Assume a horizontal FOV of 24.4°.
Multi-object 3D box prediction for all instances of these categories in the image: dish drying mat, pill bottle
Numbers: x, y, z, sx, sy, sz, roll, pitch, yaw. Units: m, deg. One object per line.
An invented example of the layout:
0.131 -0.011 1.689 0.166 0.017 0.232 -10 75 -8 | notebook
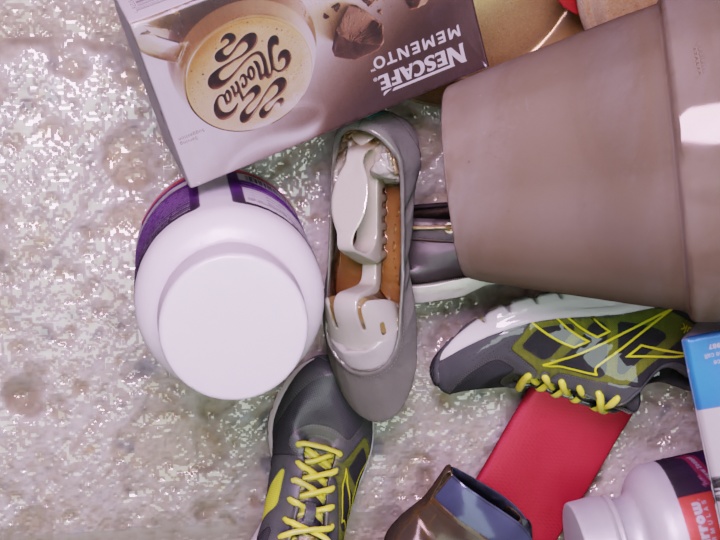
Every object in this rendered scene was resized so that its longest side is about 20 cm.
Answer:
0.111 0.165 1.169 0.076 0.018 0.201 28 97 -12 | dish drying mat
0.245 0.178 1.141 0.198 0.111 0.112 -12 104 -5 | pill bottle
-0.081 0.008 1.005 0.110 0.200 0.112 -2 103 -6 | pill bottle

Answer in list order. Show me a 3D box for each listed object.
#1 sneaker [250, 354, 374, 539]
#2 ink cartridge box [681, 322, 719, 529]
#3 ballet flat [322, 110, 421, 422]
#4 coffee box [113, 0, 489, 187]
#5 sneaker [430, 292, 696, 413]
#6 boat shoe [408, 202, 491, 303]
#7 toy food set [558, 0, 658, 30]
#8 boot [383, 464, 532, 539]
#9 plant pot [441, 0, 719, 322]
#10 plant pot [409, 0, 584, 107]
-0.031 0.158 1.114 0.074 0.085 0.202 10 102 -10 | sneaker
0.292 0.121 1.027 0.145 0.084 0.202 -11 93 17 | ink cartridge box
0.000 0.000 1.051 0.067 0.064 0.202 6 98 24 | ballet flat
-0.035 -0.147 0.994 0.199 0.080 0.114 -22 123 -8 | coffee box
0.146 0.058 1.098 0.198 0.075 0.085 -14 76 -5 | sneaker
0.107 -0.028 1.096 0.199 0.072 0.061 -11 108 -2 | boat shoe
0.220 -0.203 1.044 0.197 0.049 0.200 -32 129 8 | toy food set
0.108 0.215 1.133 0.199 0.075 0.097 29 100 -11 | boot
0.141 -0.062 0.992 0.172 0.200 0.202 -6 104 9 | plant pot
0.065 -0.206 1.073 0.198 0.027 0.202 -2 103 -8 | plant pot
